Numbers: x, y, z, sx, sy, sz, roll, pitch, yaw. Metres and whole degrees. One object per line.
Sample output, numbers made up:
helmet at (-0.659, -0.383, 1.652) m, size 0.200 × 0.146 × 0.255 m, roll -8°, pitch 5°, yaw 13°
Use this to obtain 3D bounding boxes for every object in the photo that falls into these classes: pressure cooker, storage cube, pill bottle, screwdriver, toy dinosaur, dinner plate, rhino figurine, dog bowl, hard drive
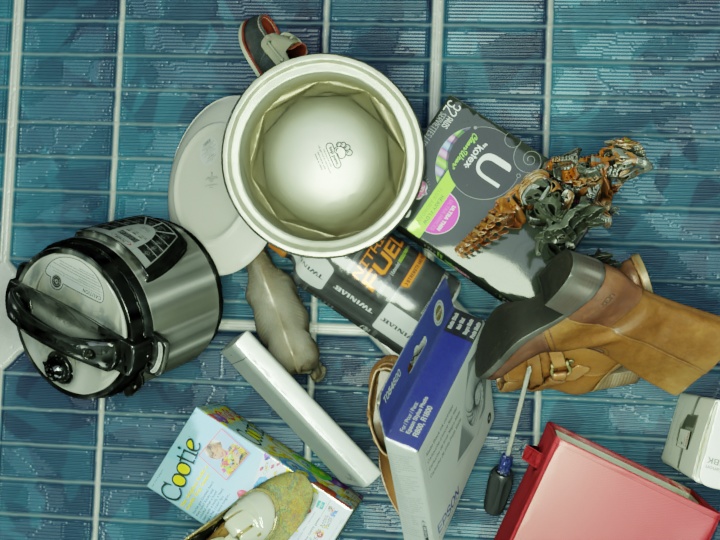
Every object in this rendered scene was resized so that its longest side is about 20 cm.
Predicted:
pressure cooker at (-0.262, 0.043, 1.235) m, size 0.176 × 0.200 × 0.179 m, roll -23°, pitch 90°, yaw 34°
storage cube at (0.238, 0.279, 1.205) m, size 0.200 × 0.171 × 0.180 m, roll 24°, pitch 91°, yaw 6°
pill bottle at (0.000, 0.000, 1.265) m, size 0.200 × 0.106 × 0.106 m, roll 34°, pitch 91°, yaw -2°
screwdriver at (0.157, 0.184, 1.238) m, size 0.028 × 0.029 × 0.200 m, roll 26°, pitch 130°, yaw 26°
toy dinosaur at (0.195, -0.057, 1.151) m, size 0.200 × 0.102 × 0.136 m, roll -40°, pitch 41°, yaw 20°
dinner plate at (-0.156, -0.095, 1.286) m, size 0.200 × 0.024 × 0.200 m, roll -8°, pitch 78°, yaw 42°
rhino figurine at (-0.096, 0.031, 1.295) m, size 0.060 × 0.087 × 0.200 m, roll -23°, pitch 77°, yaw 1°
dog bowl at (-0.035, -0.112, 1.172) m, size 0.200 × 0.074 × 0.200 m, roll 0°, pitch 93°, yaw 3°
hard drive at (-0.067, 0.148, 1.248) m, size 0.027 × 0.132 × 0.200 m, roll -44°, pitch 94°, yaw -14°

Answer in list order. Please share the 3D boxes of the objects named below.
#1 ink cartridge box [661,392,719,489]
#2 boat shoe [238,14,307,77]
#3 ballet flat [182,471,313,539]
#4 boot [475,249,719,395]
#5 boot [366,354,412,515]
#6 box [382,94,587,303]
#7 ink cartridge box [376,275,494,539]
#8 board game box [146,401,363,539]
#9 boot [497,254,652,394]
ink cartridge box at (0.398, 0.183, 1.178) m, size 0.147 × 0.200 × 0.083 m, roll 16°, pitch 88°, yaw 6°
boat shoe at (-0.081, -0.223, 1.281) m, size 0.063 × 0.071 × 0.200 m, roll -40°, pitch 45°, yaw 20°
ballet flat at (-0.135, 0.275, 1.189) m, size 0.200 × 0.071 × 0.071 m, roll -38°, pitch 84°, yaw 5°
boot at (0.233, 0.073, 1.143) m, size 0.200 × 0.069 × 0.188 m, roll 23°, pitch 125°, yaw -21°
boot at (0.043, 0.189, 1.238) m, size 0.074 × 0.155 × 0.200 m, roll -15°, pitch 85°, yaw 5°
box at (0.139, -0.066, 1.258) m, size 0.200 × 0.124 × 0.149 m, roll 35°, pitch 90°, yaw 6°
ink cartridge box at (0.082, 0.141, 1.178) m, size 0.041 × 0.200 × 0.200 m, roll 7°, pitch 131°, yaw 24°
board game box at (-0.112, 0.241, 1.277) m, size 0.200 × 0.103 × 0.105 m, roll 33°, pitch 91°, yaw 7°
boot at (0.218, 0.067, 1.206) m, size 0.155 × 0.200 × 0.074 m, roll -5°, pitch 47°, yaw -2°
